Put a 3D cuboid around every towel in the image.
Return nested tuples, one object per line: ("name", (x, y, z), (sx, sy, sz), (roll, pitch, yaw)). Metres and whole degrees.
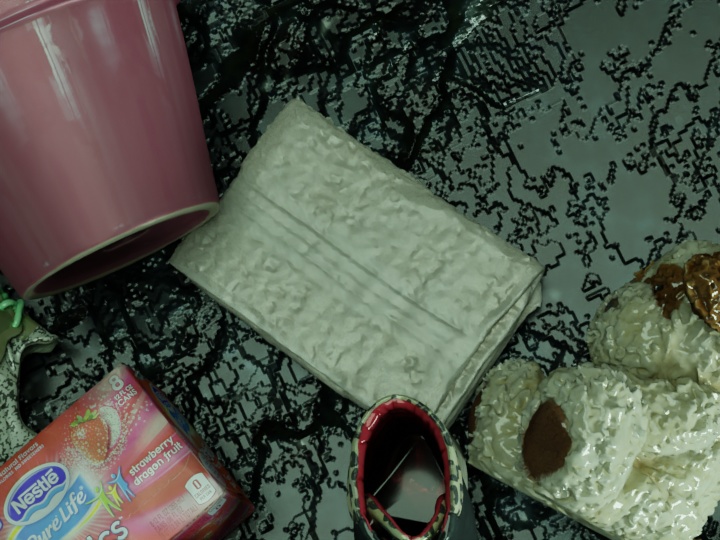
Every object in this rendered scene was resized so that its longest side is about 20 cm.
("towel", (0.000, 0.000, 1.151), (0.199, 0.034, 0.133), (36, 83, 13))

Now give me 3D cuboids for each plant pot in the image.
("plant pot", (-0.174, -0.091, 1.111), (0.199, 0.200, 0.180), (-25, 86, 1))

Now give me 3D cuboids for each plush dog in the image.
("plush dog", (0.166, 0.064, 1.052), (0.160, 0.200, 0.173), (29, 85, -7))

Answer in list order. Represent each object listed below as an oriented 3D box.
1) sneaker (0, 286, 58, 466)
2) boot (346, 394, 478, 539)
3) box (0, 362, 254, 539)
("sneaker", (-0.227, 0.033, 1.159), (0.088, 0.077, 0.202), (-7, 83, -8))
("boot", (0.027, 0.171, 1.019), (0.073, 0.154, 0.205), (-3, 75, 5))
("box", (-0.170, 0.159, 1.106), (0.200, 0.096, 0.100), (-41, 76, -2))
